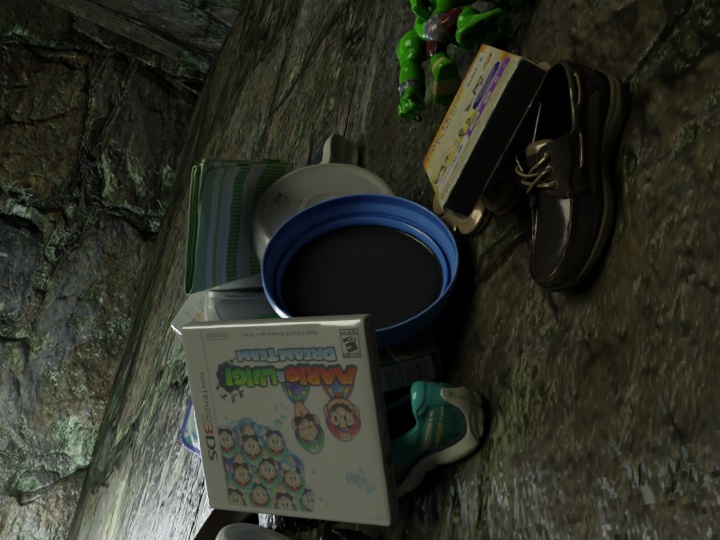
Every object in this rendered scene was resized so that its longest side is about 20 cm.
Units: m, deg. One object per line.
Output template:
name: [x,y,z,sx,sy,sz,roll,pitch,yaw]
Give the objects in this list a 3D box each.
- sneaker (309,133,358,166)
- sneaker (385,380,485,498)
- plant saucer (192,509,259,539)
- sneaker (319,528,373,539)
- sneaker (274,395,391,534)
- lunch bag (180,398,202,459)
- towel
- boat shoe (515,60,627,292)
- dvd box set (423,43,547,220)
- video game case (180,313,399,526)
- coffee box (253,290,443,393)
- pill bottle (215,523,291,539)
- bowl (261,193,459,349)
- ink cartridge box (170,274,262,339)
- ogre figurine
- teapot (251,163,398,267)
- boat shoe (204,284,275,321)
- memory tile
sneaker: [-0.052,-0.115,1.164,0.085,0.075,0.200,-45,22,43]
sneaker: [0.031,0.153,0.715,0.200,0.080,0.078,-49,30,42]
plant saucer: [-0.177,0.370,0.956,0.200,0.032,0.200,22,-90,-76]
sneaker: [0.003,0.317,0.669,0.200,0.074,0.080,-120,39,-68]
sneaker: [-0.033,0.198,0.851,0.200,0.066,0.091,-59,21,14]
lunch bag: [-0.156,0.167,1.025,0.200,0.127,0.170,148,140,-83]
towel: [-0.140,-0.060,0.925,0.200,0.023,0.153,-20,-60,-65]
boat shoe: [0.160,-0.081,0.630,0.074,0.073,0.200,-24,48,60]
dvd box set: [0.112,-0.141,0.746,0.200,0.029,0.146,-93,28,-71]
video game case: [-0.068,0.133,0.695,0.200,0.024,0.182,-4,97,28]
coffee box: [-0.025,0.080,0.785,0.123,0.200,0.044,-100,-5,-52]
pill bottle: [-0.140,0.396,0.853,0.200,0.112,0.112,-69,22,2]
bowl: [0.000,0.000,0.785,0.201,0.200,0.039,-93,-3,-45]
ink cartridge box: [-0.153,0.004,1.060,0.200,0.050,0.162,-49,-12,23]
ogre figurine: [0.106,-0.283,0.912,0.200,0.098,0.120,115,149,-41]
teapot: [-0.037,-0.020,0.935,0.146,0.200,0.197,89,157,-48]
boat shoe: [-0.106,0.035,0.983,0.072,0.200,0.069,16,112,60]
memory tile: [0.133,-0.113,0.799,0.200,0.017,0.153,-39,36,52]
